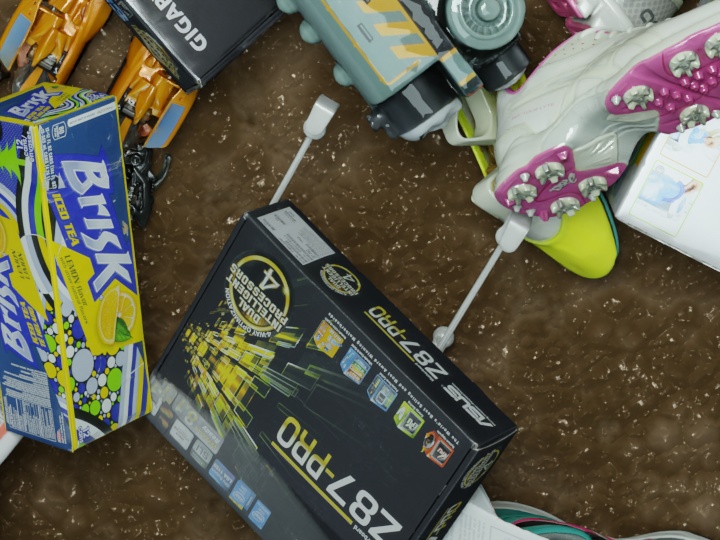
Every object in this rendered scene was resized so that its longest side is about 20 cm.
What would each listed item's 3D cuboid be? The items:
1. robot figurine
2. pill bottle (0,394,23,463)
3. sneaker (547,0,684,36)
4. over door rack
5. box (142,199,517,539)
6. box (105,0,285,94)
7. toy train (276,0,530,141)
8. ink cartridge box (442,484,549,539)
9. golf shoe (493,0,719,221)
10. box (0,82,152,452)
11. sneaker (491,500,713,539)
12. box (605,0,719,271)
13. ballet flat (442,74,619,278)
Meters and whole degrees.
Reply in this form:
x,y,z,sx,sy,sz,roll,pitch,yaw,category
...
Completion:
x,y,z,sx,sy,sz,roll,pitch,yaw,category
-0.170,-0.103,1.554,0.145,0.058,0.201,29,100,-7,robot figurine
-0.304,0.063,1.566,0.200,0.112,0.112,42,100,-4,pill bottle
0.125,-0.218,1.516,0.087,0.074,0.200,-36,91,-5,sneaker
0.000,0.000,1.555,0.147,0.067,0.200,29,122,-3,over door rack
-0.023,0.083,1.497,0.200,0.049,0.161,45,126,18,box
-0.090,-0.241,1.497,0.198,0.050,0.200,-43,97,-15,box
0.008,-0.170,1.459,0.114,0.085,0.200,-38,101,-1,toy train
0.061,0.191,1.539,0.199,0.047,0.161,22,124,28,ink cartridge box
0.147,-0.111,1.445,0.200,0.092,0.075,-33,139,30,golf shoe
-0.176,-0.003,1.503,0.064,0.070,0.201,13,116,38,box
0.154,0.194,1.566,0.199,0.121,0.084,11,101,0,sneaker
0.234,-0.105,1.511,0.101,0.113,0.201,26,100,-3,box
0.084,-0.075,1.541,0.067,0.067,0.201,-20,99,49,ballet flat
